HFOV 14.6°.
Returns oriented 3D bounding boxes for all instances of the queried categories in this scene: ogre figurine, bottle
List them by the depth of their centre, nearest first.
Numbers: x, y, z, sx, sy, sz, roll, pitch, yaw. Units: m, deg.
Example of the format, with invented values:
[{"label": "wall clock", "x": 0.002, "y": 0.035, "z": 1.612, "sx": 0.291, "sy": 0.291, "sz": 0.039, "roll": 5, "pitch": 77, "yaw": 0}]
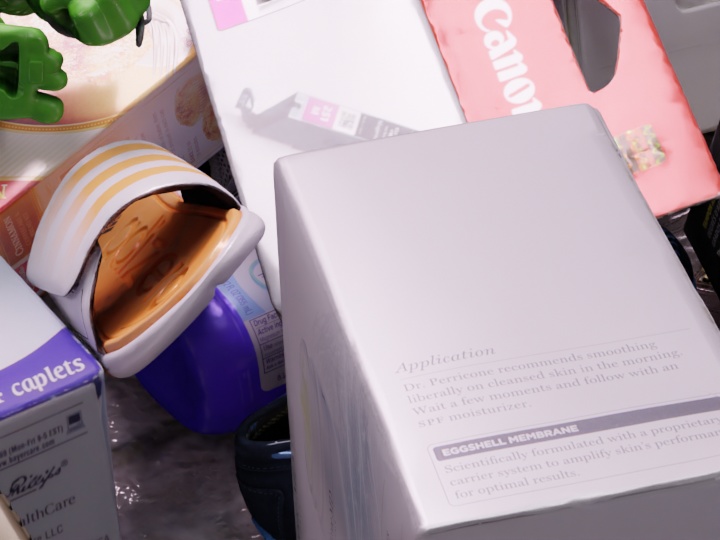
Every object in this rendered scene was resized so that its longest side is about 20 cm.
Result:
[{"label": "ogre figurine", "x": -0.173, "y": -0.086, "z": 1.092, "sx": 0.200, "sy": 0.098, "sz": 0.120, "roll": -42, "pitch": 24, "yaw": 21}, {"label": "bottle", "x": 0.000, "y": 0.000, "z": 1.171, "sx": 0.199, "sy": 0.065, "sz": 0.083, "roll": -23, "pitch": 36, "yaw": -25}]

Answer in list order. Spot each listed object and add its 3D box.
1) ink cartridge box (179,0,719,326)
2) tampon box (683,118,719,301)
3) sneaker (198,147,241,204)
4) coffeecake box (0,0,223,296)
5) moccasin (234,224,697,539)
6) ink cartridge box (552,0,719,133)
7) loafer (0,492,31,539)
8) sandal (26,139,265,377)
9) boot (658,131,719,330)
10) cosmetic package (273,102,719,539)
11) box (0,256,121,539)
[{"label": "ink cartridge box", "x": 0.028, "y": -0.081, "z": 1.097, "sx": 0.173, "sy": 0.044, "sz": 0.200, "roll": -21, "pitch": 54, "yaw": 4}, {"label": "tampon box", "x": 0.234, "y": 0.010, "z": 1.041, "sx": 0.149, "sy": 0.126, "sz": 0.200, "roll": -14, "pitch": 59, "yaw": -15}, {"label": "sneaker", "x": -0.122, "y": -0.078, "z": 1.274, "sx": 0.199, "sy": 0.075, "sz": 0.082, "roll": 14, "pitch": 39, "yaw": 21}, {"label": "coffeecake box", "x": -0.128, "y": -0.101, "z": 1.217, "sx": 0.200, "sy": 0.073, "sz": 0.153, "roll": -41, "pitch": 61, "yaw": -17}, {"label": "moccasin", "x": 0.043, "y": 0.038, "z": 1.075, "sx": 0.200, "sy": 0.068, "sz": 0.080, "roll": -36, "pitch": 39, "yaw": -14}, {"label": "ink cartridge box", "x": 0.111, "y": -0.118, "z": 1.251, "sx": 0.146, "sy": 0.083, "sz": 0.200, "roll": -14, "pitch": 19, "yaw": -20}, {"label": "loafer", "x": -0.110, "y": 0.160, "z": 0.948, "sx": 0.067, "sy": 0.076, "sz": 0.200, "roll": -29, "pitch": 58, "yaw": -12}, {"label": "sandal", "x": -0.097, "y": -0.014, "z": 1.075, "sx": 0.079, "sy": 0.059, "sz": 0.207, "roll": -48, "pitch": 17, "yaw": -5}, {"label": "boot", "x": 0.173, "y": 0.023, "z": 1.143, "sx": 0.199, "sy": 0.069, "sz": 0.174, "roll": 4, "pitch": 43, "yaw": 16}, {"label": "cosmetic package", "x": 0.051, "y": 0.086, "z": 0.941, "sx": 0.122, "sy": 0.200, "sz": 0.200, "roll": -9, "pitch": 37, "yaw": -9}, {"label": "box", "x": -0.217, "y": 0.060, "z": 1.074, "sx": 0.183, "sy": 0.105, "sz": 0.200, "roll": -23, "pitch": 41, "yaw": -25}]
